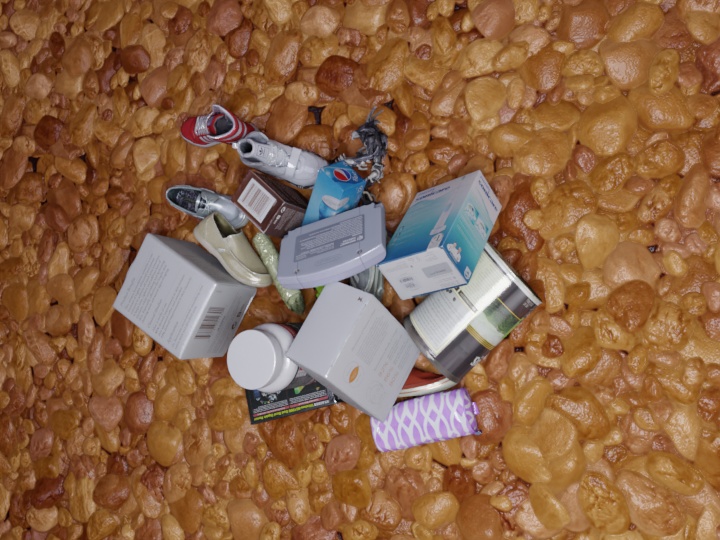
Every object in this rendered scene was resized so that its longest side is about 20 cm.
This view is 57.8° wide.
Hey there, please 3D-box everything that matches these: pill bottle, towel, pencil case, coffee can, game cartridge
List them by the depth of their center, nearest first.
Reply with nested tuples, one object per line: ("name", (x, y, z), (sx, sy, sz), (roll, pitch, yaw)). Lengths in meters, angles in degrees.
("game cartridge", (-0.048, -0.038, 1.113), (0.195, 0.041, 0.135), (-17, 39, 17))
("coffee can", (0.190, 0.069, 1.117), (0.200, 0.146, 0.147), (-45, 72, 12))
("pill bottle", (-0.143, 0.151, 1.146), (0.112, 0.199, 0.120), (-1, 86, 20))
("pencil case", (0.114, 0.267, 1.166), (0.195, 0.085, 0.086), (-16, 84, 19))
("towel", (-0.150, 0.007, 1.235), (0.036, 0.200, 0.151), (-29, 80, -5))

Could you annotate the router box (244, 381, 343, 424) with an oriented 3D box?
("router box", (-0.136, 0.205, 1.281), (0.195, 0.062, 0.154), (-17, 79, 20))

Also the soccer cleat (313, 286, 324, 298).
("soccer cleat", (-0.030, 0.082, 1.250), (0.079, 0.068, 0.204), (-26, 76, 4))

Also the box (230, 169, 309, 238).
("box", (-0.150, -0.115, 1.238), (0.100, 0.199, 0.076), (41, 102, 19))

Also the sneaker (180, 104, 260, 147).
("sneaker", (-0.317, -0.301, 1.364), (0.195, 0.112, 0.074), (9, 88, 22))

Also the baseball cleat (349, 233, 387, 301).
("baseball cleat", (0.000, 0.000, 1.206), (0.105, 0.069, 0.205), (29, 116, 37))

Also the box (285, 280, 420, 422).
("box", (-0.006, 0.138, 1.111), (0.105, 0.200, 0.155), (18, 70, 42))

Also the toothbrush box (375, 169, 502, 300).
("toothbrush box", (0.135, -0.060, 1.100), (0.144, 0.202, 0.086), (-17, 123, 42))

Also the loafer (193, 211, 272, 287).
("loafer", (-0.253, -0.043, 1.322), (0.198, 0.076, 0.069), (38, 116, 5))

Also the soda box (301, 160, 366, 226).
("soda box", (-0.059, -0.099, 1.210), (0.068, 0.063, 0.203), (44, 136, 22))

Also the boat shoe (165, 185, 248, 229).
("boat shoe", (-0.327, -0.135, 1.378), (0.196, 0.071, 0.072), (16, 92, 22))

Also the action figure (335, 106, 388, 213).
("action figure", (0.004, -0.201, 1.231), (0.099, 0.119, 0.207), (0, 91, 16))

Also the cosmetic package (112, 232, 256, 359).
("cosmetic package", (-0.353, 0.053, 1.324), (0.197, 0.166, 0.170), (32, 97, 19))

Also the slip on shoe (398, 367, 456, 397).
("slip on shoe", (0.083, 0.198, 1.193), (0.195, 0.074, 0.063), (-7, 80, 26))

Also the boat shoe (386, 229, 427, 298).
("boat shoe", (0.067, -0.028, 1.216), (0.198, 0.064, 0.073), (37, 132, 24))

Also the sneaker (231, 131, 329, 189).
("sneaker", (-0.160, -0.218, 1.295), (0.195, 0.114, 0.077), (18, 93, 21))
